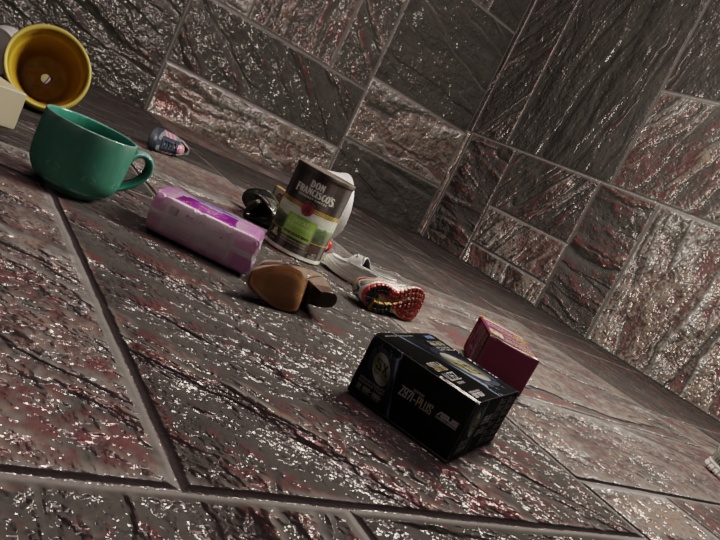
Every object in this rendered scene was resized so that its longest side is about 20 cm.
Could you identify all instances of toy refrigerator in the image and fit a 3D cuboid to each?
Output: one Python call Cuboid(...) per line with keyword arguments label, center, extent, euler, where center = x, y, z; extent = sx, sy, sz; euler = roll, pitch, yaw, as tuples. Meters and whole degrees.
Cuboid(label="toy refrigerator", center=(-0.763, -0.363, 1.399), extent=(0.199, 0.077, 0.070), euler=(33, 11, 28))

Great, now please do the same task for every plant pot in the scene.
Cuboid(label="plant pot", center=(-0.791, -0.497, 1.759), extent=(0.199, 0.204, 0.188), euler=(22, -5, -27))

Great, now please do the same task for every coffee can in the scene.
Cuboid(label="coffee can", center=(-0.118, -0.136, 1.617), extent=(0.145, 0.202, 0.146), euler=(25, 9, -4))

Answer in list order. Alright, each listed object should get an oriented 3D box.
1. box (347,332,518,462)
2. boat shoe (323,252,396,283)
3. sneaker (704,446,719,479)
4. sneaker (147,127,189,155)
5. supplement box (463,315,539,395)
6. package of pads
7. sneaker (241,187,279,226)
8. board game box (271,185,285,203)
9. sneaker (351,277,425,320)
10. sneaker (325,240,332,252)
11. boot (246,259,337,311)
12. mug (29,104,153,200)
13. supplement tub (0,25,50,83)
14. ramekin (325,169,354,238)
Cuboid(label="box", center=(0.104, 0.162, 0.944), extent=(0.163, 0.087, 0.199), euler=(32, 10, 26))
Cuboid(label="boat shoe", center=(0.000, 0.000, 1.624), extent=(0.199, 0.069, 0.072), euler=(33, 11, 34))
Cuboid(label="sneaker", center=(0.852, 0.447, 1.551), extent=(0.073, 0.088, 0.200), euler=(25, 9, -12))
Cuboid(label="sneaker", center=(-0.573, -0.381, 2.097), extent=(0.081, 0.071, 0.200), euler=(24, 10, 1))
Cuboid(label="supplement box", center=(0.283, 0.171, 1.433), extent=(0.109, 0.087, 0.200), euler=(27, 8, 0))
Cuboid(label="package of pads", center=(-0.266, -0.072, 1.213), extent=(0.198, 0.076, 0.121), euler=(26, 7, -9))
Cuboid(label="sneaker", center=(-0.266, -0.173, 1.797), extent=(0.114, 0.077, 0.199), euler=(27, 11, -47))
Cuboid(label="board game box", center=(-0.190, -0.148, 1.817), extent=(0.030, 0.096, 0.199), euler=(21, 10, -45))
Cuboid(label="sneaker", center=(0.064, 0.050, 1.503), extent=(0.199, 0.079, 0.082), euler=(19, 10, -43))
Cuboid(label="sneaker", center=(-0.142, -0.104, 1.842), extent=(0.085, 0.077, 0.200), euler=(34, 8, -45))
Cuboid(label="boot", center=(-0.135, 0.016, 1.174), extent=(0.198, 0.071, 0.146), euler=(21, 4, -40))
Cuboid(label="mug", center=(-0.450, -0.180, 1.157), extent=(0.183, 0.116, 0.152), euler=(26, 8, -11))
Cuboid(label="supplement tub", center=(-0.934, -0.577, 1.887), extent=(0.144, 0.147, 0.200), euler=(27, 8, -1))
Cuboid(label="ramekin", center=(-0.107, -0.206, 2.100), extent=(0.096, 0.203, 0.200), euler=(14, 14, -26))
